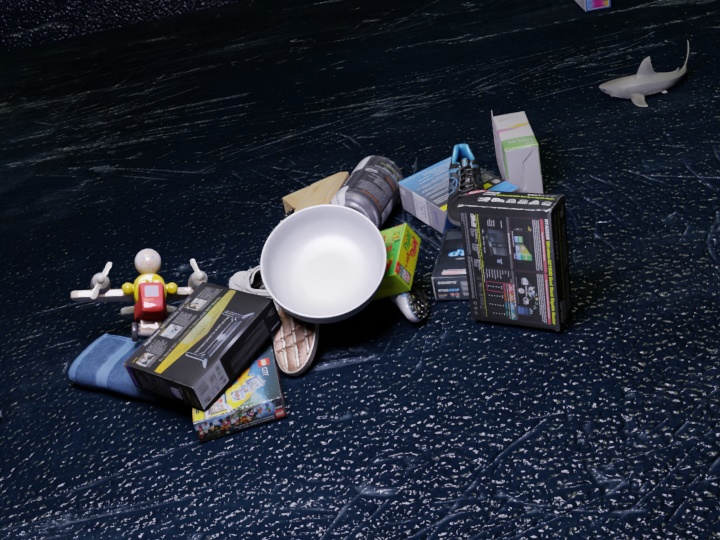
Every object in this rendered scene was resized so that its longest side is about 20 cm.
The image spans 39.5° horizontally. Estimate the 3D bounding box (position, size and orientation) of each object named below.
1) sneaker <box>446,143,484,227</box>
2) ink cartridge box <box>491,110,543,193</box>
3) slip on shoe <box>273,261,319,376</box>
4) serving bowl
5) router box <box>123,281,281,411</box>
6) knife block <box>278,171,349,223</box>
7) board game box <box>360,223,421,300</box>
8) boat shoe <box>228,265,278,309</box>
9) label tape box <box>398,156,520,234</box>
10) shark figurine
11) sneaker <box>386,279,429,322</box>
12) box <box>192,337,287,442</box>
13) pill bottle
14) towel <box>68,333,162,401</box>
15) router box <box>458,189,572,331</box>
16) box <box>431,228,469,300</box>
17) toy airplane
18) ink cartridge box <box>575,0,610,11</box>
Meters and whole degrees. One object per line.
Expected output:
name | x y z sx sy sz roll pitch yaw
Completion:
sneaker | 0.180 -0.146 1.744 0.072 0.083 0.201 -8 34 2
ink cartridge box | 0.297 -0.225 1.911 0.066 0.119 0.201 -10 31 4
slip on shoe | -0.100 0.077 1.599 0.074 0.061 0.203 -13 60 9
serving bowl | -0.055 -0.001 1.559 0.196 0.066 0.204 -2 60 4
router box | -0.240 0.111 1.538 0.155 0.053 0.200 12 47 35
knife block | -0.069 -0.103 1.915 0.197 0.065 0.175 -25 33 -20
board game box | 0.000 0.000 1.639 0.197 0.048 0.103 -16 46 37
boat shoe | -0.173 0.026 1.733 0.071 0.067 0.199 -28 29 -22
label tape box | 0.183 -0.133 1.859 0.142 0.064 0.199 -27 36 -21
shark figurine | 0.630 -0.423 2.140 0.211 0.091 0.129 -19 32 -5
sneaker | 0.059 0.029 1.652 0.072 0.072 0.201 -40 34 10
box | -0.191 0.170 1.535 0.134 0.038 0.201 -16 30 -3
pill bottle | 0.005 -0.124 1.877 0.104 0.108 0.201 1 33 24
towel | -0.377 0.154 1.628 0.197 0.049 0.112 7 37 31
router box | 0.234 -0.017 1.506 0.147 0.204 0.062 7 30 31
box | 0.227 -0.016 1.664 0.196 0.047 0.160 -2 32 18
toy airplane | -0.355 0.034 1.691 0.196 0.144 0.199 3 7 31
ink cartridge box | 0.613 -0.814 2.681 0.075 0.203 0.137 -12 30 1
